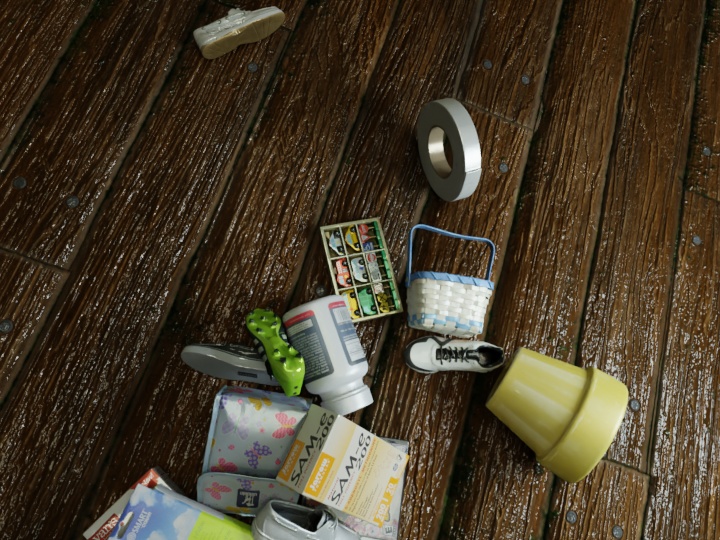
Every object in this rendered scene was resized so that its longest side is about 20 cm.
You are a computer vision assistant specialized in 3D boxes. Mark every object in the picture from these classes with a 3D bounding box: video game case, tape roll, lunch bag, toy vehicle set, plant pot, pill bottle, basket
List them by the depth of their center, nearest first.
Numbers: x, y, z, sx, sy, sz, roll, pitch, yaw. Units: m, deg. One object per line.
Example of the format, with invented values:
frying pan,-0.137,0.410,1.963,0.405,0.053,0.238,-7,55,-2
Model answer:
lunch bag,-0.173,0.309,0.849,0.169,0.127,0.201,12,87,-7
video game case,-0.013,0.394,0.906,0.180,0.026,0.201,11,74,-7
pill bottle,-0.055,0.156,0.913,0.119,0.120,0.201,-18,79,-15
plant pot,0.343,0.245,0.930,0.189,0.201,0.201,30,71,15
basket,0.166,0.021,0.978,0.176,0.139,0.201,12,82,-8
toy vehicle set,0.000,0.000,1.013,0.124,0.027,0.201,-12,78,-14
tape roll,0.174,-0.240,1.019,0.037,0.203,0.203,-17,79,-15

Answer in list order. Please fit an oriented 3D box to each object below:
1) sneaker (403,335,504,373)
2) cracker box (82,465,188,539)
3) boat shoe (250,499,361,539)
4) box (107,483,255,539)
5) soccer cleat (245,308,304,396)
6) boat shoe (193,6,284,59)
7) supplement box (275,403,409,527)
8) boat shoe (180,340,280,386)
sneaker,0.183,0.159,0.979,0.199,0.080,0.074,1,77,-9
cracker box,-0.319,0.439,0.820,0.200,0.058,0.134,45,72,4
boat shoe,-0.073,0.415,0.816,0.200,0.072,0.069,27,104,-15
box,-0.275,0.420,0.777,0.200,0.048,0.122,27,71,-5
soccer cleat,-0.152,0.136,0.875,0.067,0.200,0.081,-8,121,-27
boat shoe,-0.259,-0.524,1.079,0.200,0.071,0.069,-29,84,-15
supplement box,-0.021,0.318,0.821,0.200,0.073,0.126,41,65,-36
boat shoe,-0.217,0.160,0.916,0.199,0.069,0.057,14,46,-7
